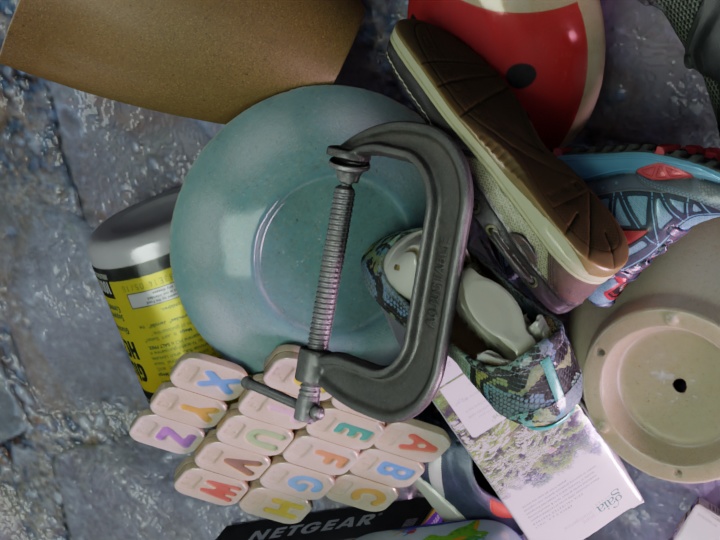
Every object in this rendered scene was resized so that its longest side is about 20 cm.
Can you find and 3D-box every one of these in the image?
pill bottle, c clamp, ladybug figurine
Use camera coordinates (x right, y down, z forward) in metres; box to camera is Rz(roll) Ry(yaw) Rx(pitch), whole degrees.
[{"bbox_3d":[-0.109,0.049,1.494,0.112,0.112,0.202,-11,109,30],"label":"pill bottle"},{"bbox_3d":[-0.004,0.003,1.246,0.170,0.027,0.202,26,106,47],"label":"c clamp"},{"bbox_3d":[0.083,-0.138,1.306,0.135,0.072,0.201,24,140,27],"label":"ladybug figurine"}]

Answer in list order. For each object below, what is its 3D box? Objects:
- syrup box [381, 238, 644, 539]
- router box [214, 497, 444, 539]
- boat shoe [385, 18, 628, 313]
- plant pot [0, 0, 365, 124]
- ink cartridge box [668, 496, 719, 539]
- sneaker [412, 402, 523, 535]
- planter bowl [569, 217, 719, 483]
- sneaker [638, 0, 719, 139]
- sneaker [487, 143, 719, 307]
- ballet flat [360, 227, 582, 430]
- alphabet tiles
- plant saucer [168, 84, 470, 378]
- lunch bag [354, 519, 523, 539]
[{"bbox_3d":[0.099,0.086,1.354,0.078,0.082,0.201,-32,125,4],"label":"syrup box"},{"bbox_3d":[-0.005,0.260,1.584,0.198,0.052,0.158,-12,109,31],"label":"router box"},{"bbox_3d":[0.072,-0.060,1.232,0.201,0.073,0.065,54,125,20],"label":"boat shoe"},{"bbox_3d":[-0.105,-0.172,1.357,0.199,0.187,0.187,27,125,-6],"label":"plant pot"},{"bbox_3d":[0.219,0.267,1.424,0.108,0.050,0.201,33,96,8],"label":"ink cartridge box"},{"bbox_3d":[0.052,0.107,1.469,0.199,0.075,0.085,38,129,-7],"label":"sneaker"},{"bbox_3d":[0.214,0.051,1.320,0.198,0.135,0.202,12,120,22],"label":"planter bowl"},{"bbox_3d":[0.198,-0.161,1.261,0.113,0.076,0.201,-1,111,29],"label":"sneaker"},{"bbox_3d":[0.162,-0.026,1.258,0.199,0.079,0.097,0,92,43],"label":"sneaker"},{"bbox_3d":[0.061,0.014,1.239,0.200,0.074,0.075,40,132,43],"label":"ballet flat"},{"bbox_3d":[-0.048,0.113,1.410,0.194,0.015,0.200,19,142,-18],"label":"alphabet tiles"},{"bbox_3d":[-0.020,-0.015,1.336,0.199,0.039,0.203,-4,109,-13],"label":"plant saucer"},{"bbox_3d":[0.062,0.280,1.479,0.159,0.083,0.202,-9,112,29],"label":"lunch bag"}]
